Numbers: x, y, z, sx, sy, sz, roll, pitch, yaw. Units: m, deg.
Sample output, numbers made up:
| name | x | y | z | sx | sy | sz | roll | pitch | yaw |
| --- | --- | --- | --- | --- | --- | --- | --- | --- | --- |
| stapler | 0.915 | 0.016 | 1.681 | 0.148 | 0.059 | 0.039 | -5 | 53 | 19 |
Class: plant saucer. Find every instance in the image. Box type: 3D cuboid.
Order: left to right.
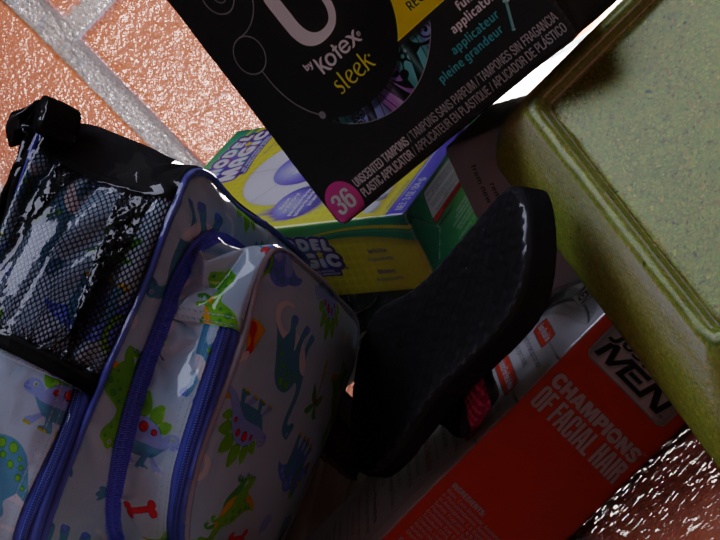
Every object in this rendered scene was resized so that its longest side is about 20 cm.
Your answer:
| name | x | y | z | sx | sy | sz | roll | pitch | yaw |
| --- | --- | --- | --- | --- | --- | --- | --- | --- | --- |
| plant saucer | 0.151 | -0.058 | 0.576 | 0.200 | 0.048 | 0.201 | -44 | 50 | 15 |

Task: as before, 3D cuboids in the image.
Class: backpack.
| name | x | y | z | sx | sy | sz | roll | pitch | yaw |
| --- | --- | --- | --- | --- | --- | --- | --- | --- | --- |
| backpack | -0.098 | 0.061 | 0.684 | 0.202 | 0.146 | 0.183 | -65 | -21 | -8 |

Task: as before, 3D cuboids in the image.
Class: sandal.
| name | x | y | z | sx | sy | sz | roll | pitch | yaw |
| --- | --- | --- | --- | --- | --- | --- | --- | --- | --- |
| sandal | 0.043 | 0.034 | 0.657 | 0.200 | 0.045 | 0.076 | 131 | 143 | -55 |

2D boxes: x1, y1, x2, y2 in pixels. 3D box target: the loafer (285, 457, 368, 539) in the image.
| name | x | y | z | sx | sy | sz | roll | pitch | yaw |
| --- | --- | --- | --- | --- | --- | --- | --- | --- | --- |
| loafer | -0.023 | 0.164 | 0.807 | 0.070 | 0.069 | 0.201 | -43 | 24 | 43 |

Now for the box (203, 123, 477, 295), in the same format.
| name | x | y | z | sx | sy | sz | roll | pitch | yaw |
| --- | --- | --- | --- | --- | --- | --- | --- | --- | --- |
| box | -0.027 | -0.035 | 0.826 | 0.198 | 0.049 | 0.118 | -8 | 32 | 36 |

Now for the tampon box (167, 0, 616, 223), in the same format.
| name | x | y | z | sx | sy | sz | roll | pitch | yaw |
| --- | --- | --- | --- | --- | --- | --- | --- | --- | --- |
| tampon box | 0.003 | -0.157 | 0.679 | 0.150 | 0.201 | 0.126 | -38 | 3 | 37 |

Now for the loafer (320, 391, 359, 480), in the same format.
| name | x | y | z | sx | sy | sz | roll | pitch | yaw |
| --- | --- | --- | --- | --- | --- | --- | --- | --- | --- |
| loafer | -0.065 | 0.075 | 0.823 | 0.199 | 0.073 | 0.071 | 16 | 68 | 46 |

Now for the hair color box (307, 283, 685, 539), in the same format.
| name | x | y | z | sx | sy | sz | roll | pitch | yaw |
| --- | --- | --- | --- | --- | --- | --- | --- | --- | --- |
| hair color box | 0.062 | 0.091 | 0.717 | 0.200 | 0.064 | 0.111 | -47 | 5 | 7 |

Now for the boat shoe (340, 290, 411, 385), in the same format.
| name | x | y | z | sx | sy | sz | roll | pitch | yaw |
| --- | --- | --- | --- | --- | --- | --- | --- | --- | --- |
| boat shoe | 0.000 | 0.000 | 0.858 | 0.200 | 0.091 | 0.071 | -41 | -1 | 42 |

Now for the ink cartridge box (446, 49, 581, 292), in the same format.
| name | x | y | z | sx | sy | sz | roll | pitch | yaw |
| --- | --- | --- | --- | --- | --- | --- | --- | --- | --- |
| ink cartridge box | 0.159 | -0.076 | 0.713 | 0.199 | 0.085 | 0.146 | -22 | 11 | 30 |
